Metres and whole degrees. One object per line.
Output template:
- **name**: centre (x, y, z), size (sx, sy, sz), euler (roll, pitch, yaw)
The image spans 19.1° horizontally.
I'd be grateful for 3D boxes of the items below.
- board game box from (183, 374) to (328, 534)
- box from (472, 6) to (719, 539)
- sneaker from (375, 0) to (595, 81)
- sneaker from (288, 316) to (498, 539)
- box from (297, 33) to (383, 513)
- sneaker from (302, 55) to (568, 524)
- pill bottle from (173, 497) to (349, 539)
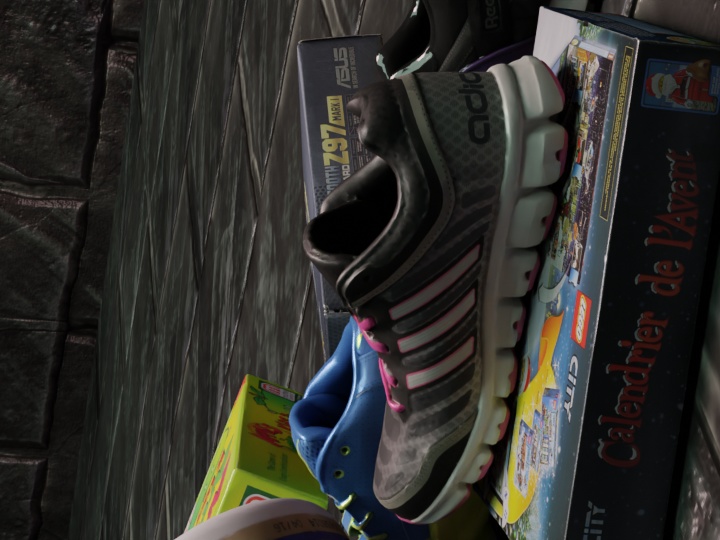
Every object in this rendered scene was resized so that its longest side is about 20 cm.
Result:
- **board game box**: centre (-0.056, 0.126, 1.062), size (0.200, 0.047, 0.102), euler (-98, 30, -81)
- **box**: centre (0.087, 0.008, 0.796), size (0.137, 0.038, 0.201), euler (-130, 46, -74)
- **sneaker**: centre (0.057, -0.148, 0.886), size (0.076, 0.087, 0.201), euler (-106, 24, -62)
- **sneaker**: centre (0.013, 0.096, 0.954), size (0.076, 0.105, 0.201), euler (-110, 28, -65)
- **box**: centre (0.000, 0.000, 1.114), size (0.158, 0.051, 0.201), euler (88, 176, -47)
- **sneaker**: centre (0.017, 0.008, 0.822), size (0.074, 0.087, 0.201), euler (-102, 20, -58)
- **pill bottle**: centre (-0.013, 0.201, 0.867), size (0.200, 0.115, 0.116), euler (54, 146, 30)
